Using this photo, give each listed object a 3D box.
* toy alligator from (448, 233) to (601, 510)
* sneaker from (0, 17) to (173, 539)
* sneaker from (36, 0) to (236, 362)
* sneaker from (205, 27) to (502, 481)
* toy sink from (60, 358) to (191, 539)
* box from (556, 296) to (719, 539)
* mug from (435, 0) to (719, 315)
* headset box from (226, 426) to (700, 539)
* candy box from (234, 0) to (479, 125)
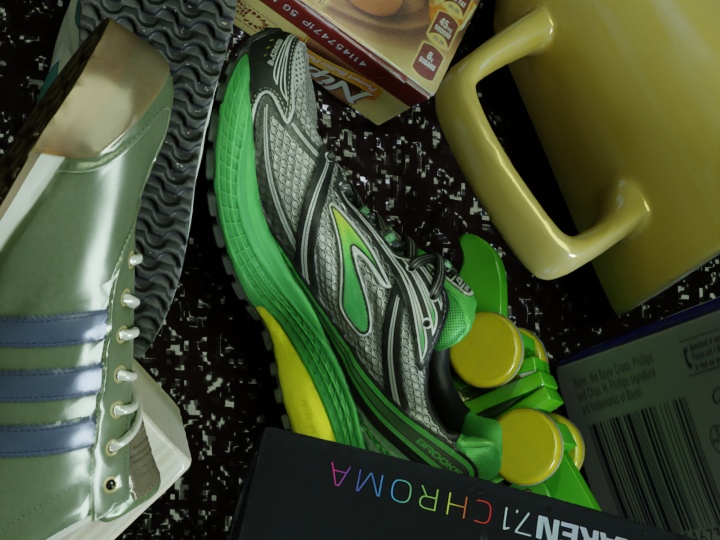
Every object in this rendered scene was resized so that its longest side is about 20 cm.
[{"bbox_3d":[0.064,0.084,0.836,0.054,0.059,0.202,-24,77,13],"label":"toy alligator"},{"bbox_3d":[-0.092,0.032,0.607,0.089,0.067,0.201,31,99,-15],"label":"sneaker"},{"bbox_3d":[-0.093,-0.043,0.782,0.070,0.093,0.202,16,99,-6],"label":"sneaker"},{"bbox_3d":[0.000,0.000,0.801,0.084,0.078,0.202,-19,94,15],"label":"sneaker"},{"bbox_3d":[-0.170,0.028,0.680,0.130,0.112,0.200,-42,100,-1],"label":"toy sink"},{"bbox_3d":[0.217,0.042,0.854,0.199,0.184,0.106,-17,85,-28],"label":"box"},{"bbox_3d":[0.126,-0.083,0.851,0.154,0.149,0.186,59,20,5],"label":"mug"},{"bbox_3d":[0.023,0.174,0.674,0.172,0.093,0.201,15,46,-2],"label":"headset box"},{"bbox_3d":[0.014,-0.178,0.871,0.115,0.055,0.201,33,68,-18],"label":"candy box"}]
